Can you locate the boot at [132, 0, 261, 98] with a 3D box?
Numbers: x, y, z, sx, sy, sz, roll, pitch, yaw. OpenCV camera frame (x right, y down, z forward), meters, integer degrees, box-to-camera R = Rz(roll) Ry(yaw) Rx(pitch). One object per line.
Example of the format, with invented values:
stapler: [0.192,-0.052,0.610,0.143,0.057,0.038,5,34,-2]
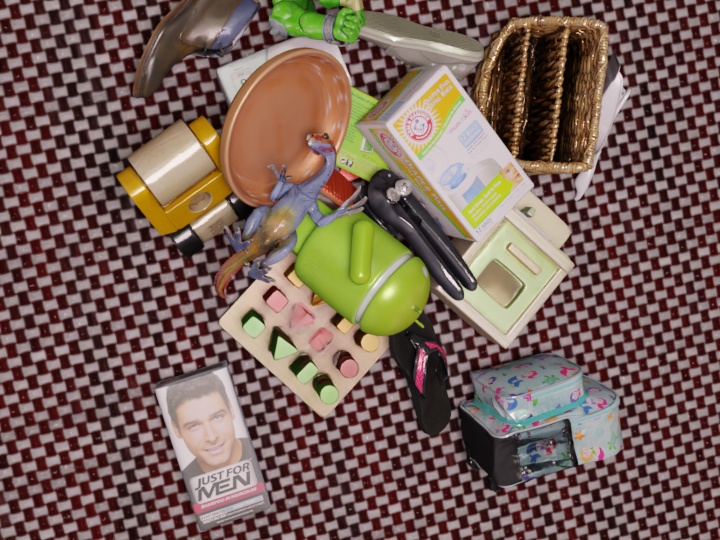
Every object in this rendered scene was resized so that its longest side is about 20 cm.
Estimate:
boot: [-0.211,-0.293,1.181,0.097,0.075,0.201,29,87,-7]

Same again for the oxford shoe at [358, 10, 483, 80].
oxford shoe: [0.065,-0.299,1.233,0.199,0.075,0.058,14,129,-7]

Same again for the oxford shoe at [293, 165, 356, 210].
oxford shoe: [-0.067,-0.102,1.222,0.200,0.071,0.073,33,118,-20]

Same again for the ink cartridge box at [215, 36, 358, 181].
ink cartridge box: [-0.080,-0.201,1.223,0.162,0.057,0.201,-23,93,-7]

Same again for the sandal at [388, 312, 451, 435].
sandal: [0.093,0.138,1.249,0.075,0.045,0.201,-32,116,-30]

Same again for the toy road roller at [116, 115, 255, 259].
toy road roller: [-0.228,-0.123,1.140,0.123,0.200,0.146,-37,63,-7]

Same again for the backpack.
backpack: [0.247,0.197,1.241,0.199,0.178,0.151,-7,100,-13]

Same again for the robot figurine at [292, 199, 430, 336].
robot figurine: [0.000,0.000,1.133,0.200,0.176,0.116,39,84,15]

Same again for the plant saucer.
plant saucer: [-0.092,-0.170,1.090,0.037,0.200,0.201,33,88,31]

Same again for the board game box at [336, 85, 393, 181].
board game box: [-0.026,-0.191,1.202,0.199,0.048,0.102,23,101,-23]

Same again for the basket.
basket: [0.229,-0.232,1.220,0.142,0.149,0.201,7,94,-10]

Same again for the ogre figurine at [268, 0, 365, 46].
ogre figurine: [-0.060,-0.371,1.181,0.119,0.098,0.201,-7,84,10]

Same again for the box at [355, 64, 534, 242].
box: [0.106,-0.148,1.171,0.112,0.101,0.200,-44,111,-10]

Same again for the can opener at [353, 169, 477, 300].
can opener: [0.077,-0.047,1.176,0.200,0.079,0.063,45,63,6]

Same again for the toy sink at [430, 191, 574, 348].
toy sink: [0.200,-0.016,1.248,0.130,0.112,0.200,41,87,-10]

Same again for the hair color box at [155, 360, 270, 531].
hair color box: [-0.196,0.232,1.229,0.099,0.061,0.201,-17,96,-7]

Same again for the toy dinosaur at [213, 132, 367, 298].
toy dinosaur: [-0.095,-0.081,1.093,0.105,0.200,0.182,49,47,-21]

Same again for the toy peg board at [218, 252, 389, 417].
toy peg board: [-0.050,0.066,1.222,0.200,0.098,0.199,43,87,-10]

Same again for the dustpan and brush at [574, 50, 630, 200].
dustpan and brush: [0.326,-0.191,1.269,0.057,0.140,0.201,26,115,0]
